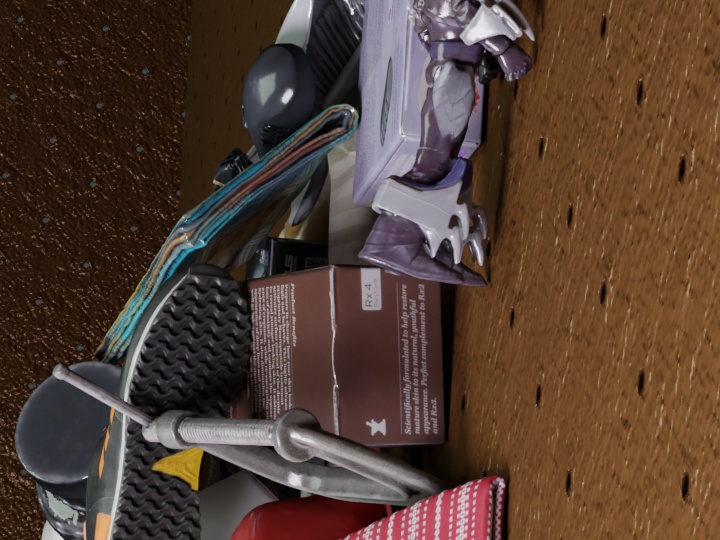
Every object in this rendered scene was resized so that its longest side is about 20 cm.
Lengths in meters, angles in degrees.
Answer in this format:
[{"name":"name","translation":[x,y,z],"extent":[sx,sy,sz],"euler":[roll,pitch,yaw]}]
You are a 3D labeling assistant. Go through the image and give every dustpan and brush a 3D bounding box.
[{"name":"dustpan and brush","translation":[-0.018,-0.113,1.720],"extent":[0.139,0.057,0.200],"euler":[-34,-20,-51]}]

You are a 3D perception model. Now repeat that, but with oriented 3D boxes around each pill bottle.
[{"name":"pill bottle","translation":[-0.136,0.142,1.734],"extent":[0.200,0.111,0.112],"euler":[55,-151,-51]}]

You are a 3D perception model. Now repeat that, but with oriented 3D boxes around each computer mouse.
[{"name":"computer mouse","translation":[-0.069,-0.082,1.679],"extent":[0.200,0.034,0.059],"euler":[124,134,-62]}]

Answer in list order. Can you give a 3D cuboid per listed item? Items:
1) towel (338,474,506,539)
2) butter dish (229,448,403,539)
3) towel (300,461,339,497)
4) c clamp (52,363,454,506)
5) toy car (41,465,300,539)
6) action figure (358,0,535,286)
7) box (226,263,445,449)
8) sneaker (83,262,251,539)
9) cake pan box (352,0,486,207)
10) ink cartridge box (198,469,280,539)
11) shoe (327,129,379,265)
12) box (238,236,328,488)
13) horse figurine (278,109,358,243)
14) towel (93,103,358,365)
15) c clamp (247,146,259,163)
[{"name":"towel","translation":[0.011,0.192,1.361],"extent":[0.200,0.022,0.145],"euler":[-31,50,52]},{"name":"butter dish","translation":[-0.047,0.216,1.550],"extent":[0.200,0.147,0.201],"euler":[-103,20,-65]},{"name":"towel","translation":[-0.012,0.114,1.799],"extent":[0.200,0.032,0.192],"euler":[-108,24,-73]},{"name":"c clamp","translation":[-0.049,0.096,1.459],"extent":[0.200,0.171,0.027],"euler":[0,66,53]},{"name":"toy car","translation":[-0.115,0.177,1.968],"extent":[0.175,0.200,0.150],"euler":[-59,18,-21]},{"name":"action figure","translation":[0.048,-0.094,1.386],"extent":[0.130,0.069,0.201],"euler":[-114,33,-89]},{"name":"box","translation":[-0.028,0.052,1.567],"extent":[0.200,0.075,0.101],"euler":[173,97,-65]},{"name":"sneaker","translation":[-0.123,0.087,1.581],"extent":[0.090,0.070,0.201],"euler":[25,105,59]},{"name":"cake pan box","translation":[0.035,-0.147,1.563],"extent":[0.184,0.052,0.201],"euler":[131,143,-74]},{"name":"ink cartridge box","translation":[-0.103,0.244,1.692],"extent":[0.084,0.144,0.200],"euler":[40,144,40]},{"name":"shoe","translation":[0.000,0.000,1.667],"extent":[0.070,0.053,0.201],"euler":[86,-174,-62]},{"name":"box","translation":[-0.051,0.057,1.828],"extent":[0.200,0.050,0.158],"euler":[-161,77,-83]},{"name":"horse figurine","translation":[-0.037,-0.050,1.970],"extent":[0.132,0.050,0.201],"euler":[-6,68,59]},{"name":"towel","translation":[-0.082,-0.018,1.653],"extent":[0.147,0.022,0.200],"euler":[-39,-7,-31]},{"name":"c clamp","translation":[-0.053,-0.089,1.856],"extent":[0.200,0.027,0.171],"euler":[-51,12,7]}]
